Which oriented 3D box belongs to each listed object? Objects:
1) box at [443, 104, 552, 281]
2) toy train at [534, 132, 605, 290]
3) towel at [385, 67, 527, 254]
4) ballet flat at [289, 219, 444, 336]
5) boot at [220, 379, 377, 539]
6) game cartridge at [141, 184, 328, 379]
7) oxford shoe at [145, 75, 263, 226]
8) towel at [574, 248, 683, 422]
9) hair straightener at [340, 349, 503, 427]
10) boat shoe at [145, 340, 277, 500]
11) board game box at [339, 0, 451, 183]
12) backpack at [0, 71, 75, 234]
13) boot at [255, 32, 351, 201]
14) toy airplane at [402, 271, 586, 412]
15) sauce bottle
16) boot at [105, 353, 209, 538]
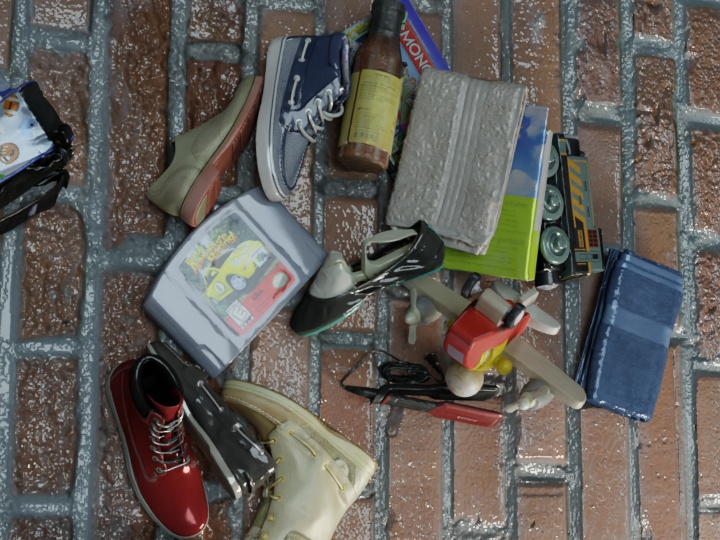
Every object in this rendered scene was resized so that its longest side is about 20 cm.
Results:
[{"bbox_3d":[0.155,-0.095,1.594,0.121,0.048,0.202,8,92,16],"label":"box"},{"bbox_3d":[0.237,-0.076,1.663,0.113,0.085,0.202,0,80,-34],"label":"toy train"},{"bbox_3d":[0.109,-0.127,1.566,0.131,0.034,0.202,13,94,15],"label":"towel"},{"bbox_3d":[0.000,0.000,1.537,0.199,0.068,0.069,-28,121,-7],"label":"ballet flat"},{"bbox_3d":[-0.095,0.226,1.483,0.199,0.073,0.156,36,72,-17],"label":"boot"},{"bbox_3d":[-0.143,0.004,1.516,0.133,0.041,0.200,45,68,-6],"label":"game cartridge"},{"bbox_3d":[-0.169,-0.147,1.511,0.073,0.071,0.201,24,61,7],"label":"oxford shoe"},{"bbox_3d":[0.336,0.082,1.692,0.111,0.048,0.202,22,73,-18],"label":"towel"},{"bbox_3d":[0.071,0.133,1.590,0.198,0.041,0.078,8,57,-15],"label":"hair straightener"},{"bbox_3d":[-0.160,0.151,1.446,0.057,0.067,0.201,-28,68,-20],"label":"boat shoe"},{"bbox_3d":[0.051,-0.213,1.632,0.134,0.029,0.201,-34,95,-22],"label":"board game box"},{"bbox_3d":[-0.392,-0.108,1.355,0.190,0.200,0.154,-43,94,-15],"label":"backpack"},{"bbox_3d":[-0.061,-0.177,1.530,0.089,0.073,0.202,-4,72,20],"label":"boot"},{"bbox_3d":[0.147,0.080,1.564,0.198,0.200,0.142,25,103,-26],"label":"toy airplane"},{"bbox_3d":[0.019,-0.215,1.568,0.065,0.066,0.202,15,79,-19],"label":"sauce bottle"},{"bbox_3d":[-0.199,0.185,1.405,0.072,0.144,0.202,-23,92,-24],"label":"boot"}]
